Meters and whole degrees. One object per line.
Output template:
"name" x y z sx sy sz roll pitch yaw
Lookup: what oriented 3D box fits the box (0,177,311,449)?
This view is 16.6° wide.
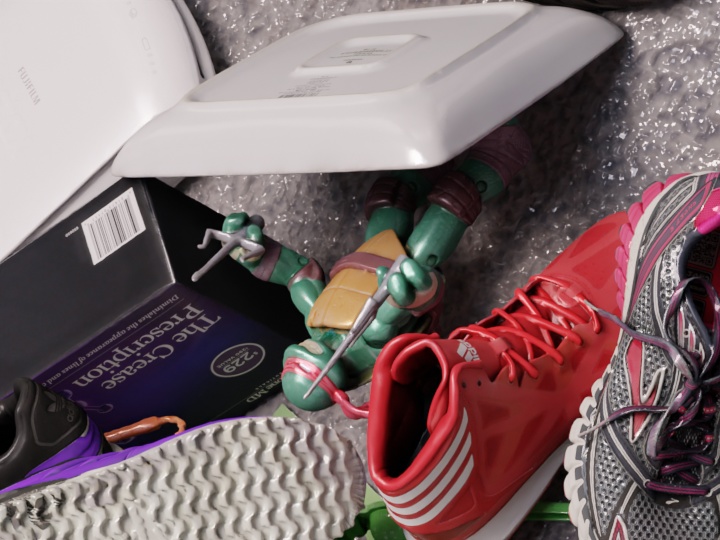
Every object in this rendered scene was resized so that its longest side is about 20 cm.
"box" -0.141 0.048 1.301 0.200 0.141 0.079 -33 59 21

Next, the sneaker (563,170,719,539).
"sneaker" 0.143 0.053 1.115 0.075 0.080 0.200 -176 92 -76

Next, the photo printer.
"photo printer" -0.175 -0.087 1.419 0.200 0.069 0.167 -41 55 16

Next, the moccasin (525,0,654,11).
"moccasin" 0.083 -0.181 1.280 0.201 0.074 0.078 20 93 47

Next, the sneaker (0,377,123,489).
"sneaker" -0.222 0.112 1.232 0.200 0.100 0.070 -29 36 10

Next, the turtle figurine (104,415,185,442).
"turtle figurine" -0.130 0.175 1.231 0.200 0.064 0.161 -44 37 -8

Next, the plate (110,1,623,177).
"plate" 0.002 -0.095 1.236 0.199 0.200 0.032 0 113 34

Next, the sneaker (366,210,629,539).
"sneaker" 0.078 0.039 1.150 0.078 0.116 0.200 27 76 29

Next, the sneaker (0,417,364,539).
"sneaker" -0.101 0.109 1.157 0.100 0.200 0.070 -169 67 -75

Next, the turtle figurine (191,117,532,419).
"turtle figurine" 0.000 0.000 1.218 0.150 0.101 0.200 10 51 38

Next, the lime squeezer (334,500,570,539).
"lime squeezer" 0.009 0.141 1.203 0.200 0.038 0.071 -29 35 -1

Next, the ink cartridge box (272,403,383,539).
"ink cartridge box" -0.070 0.181 1.263 0.146 0.048 0.200 41 100 38
